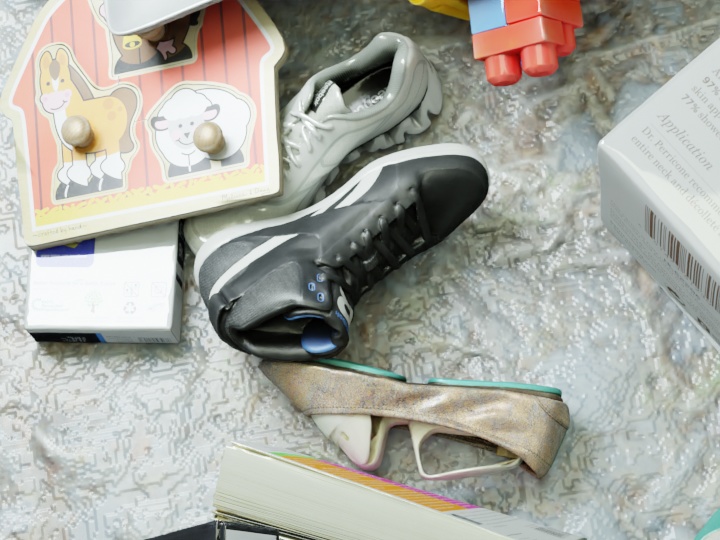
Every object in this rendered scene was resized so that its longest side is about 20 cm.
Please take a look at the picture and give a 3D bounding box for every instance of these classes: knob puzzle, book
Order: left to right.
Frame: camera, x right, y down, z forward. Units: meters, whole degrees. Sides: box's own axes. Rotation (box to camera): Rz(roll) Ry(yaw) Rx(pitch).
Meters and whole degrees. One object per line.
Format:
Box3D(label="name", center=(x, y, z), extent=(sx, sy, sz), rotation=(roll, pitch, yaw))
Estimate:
Box3D(label="knob puzzle", center=(-0.143, -0.128, 1.728), extent=(0.218, 0.030, 0.221), rotation=(-5, 73, 17))
Box3D(label="book", center=(0.026, 0.148, 1.618), extent=(0.199, 0.134, 0.048), rotation=(15, 93, 17))

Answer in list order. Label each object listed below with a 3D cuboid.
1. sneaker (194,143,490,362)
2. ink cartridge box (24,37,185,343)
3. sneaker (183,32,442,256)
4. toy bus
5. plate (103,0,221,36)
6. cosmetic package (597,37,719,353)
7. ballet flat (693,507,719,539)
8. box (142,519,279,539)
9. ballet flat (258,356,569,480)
Box3D(label="sneaker", center=(0.000, 0.000, 1.682), extent=(0.199, 0.073, 0.112), rotation=(-23, 37, 1))
Box3D(label="ink cartridge box", center=(-0.162, -0.053, 1.758), extent=(0.099, 0.039, 0.201), rotation=(1, 75, 7))
Box3D(label="sneaker", center=(-0.036, -0.082, 1.732), extent=(0.200, 0.081, 0.075), rotation=(-42, 75, -5))
Box3D(label="toy bus", center=(0.120, -0.219, 1.703), extent=(0.199, 0.135, 0.193), rotation=(-17, 75, 33))
Box3D(label="plate", center=(-0.076, -0.250, 1.729), extent=(0.198, 0.032, 0.201), rotation=(-19, 55, 12))
Box3D(label="cosmetic package", center=(0.272, -0.057, 1.645), extent=(0.200, 0.166, 0.168), rotation=(-39, 73, -5))
Box3D(label="ballet flat", center=(0.205, 0.211, 1.622), extent=(0.067, 0.070, 0.200), rotation=(33, 79, 15))
Box3D(label="box", center=(-0.123, 0.261, 1.592), extent=(0.049, 0.199, 0.200), rotation=(14, 69, -37))
Box3D(label="ballet flat", center=(0.029, 0.094, 1.680), extent=(0.199, 0.068, 0.068), rotation=(7, 81, 10))
